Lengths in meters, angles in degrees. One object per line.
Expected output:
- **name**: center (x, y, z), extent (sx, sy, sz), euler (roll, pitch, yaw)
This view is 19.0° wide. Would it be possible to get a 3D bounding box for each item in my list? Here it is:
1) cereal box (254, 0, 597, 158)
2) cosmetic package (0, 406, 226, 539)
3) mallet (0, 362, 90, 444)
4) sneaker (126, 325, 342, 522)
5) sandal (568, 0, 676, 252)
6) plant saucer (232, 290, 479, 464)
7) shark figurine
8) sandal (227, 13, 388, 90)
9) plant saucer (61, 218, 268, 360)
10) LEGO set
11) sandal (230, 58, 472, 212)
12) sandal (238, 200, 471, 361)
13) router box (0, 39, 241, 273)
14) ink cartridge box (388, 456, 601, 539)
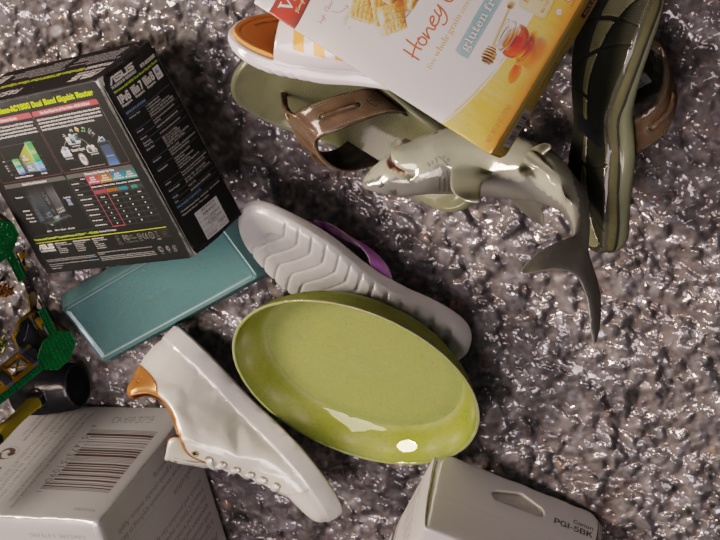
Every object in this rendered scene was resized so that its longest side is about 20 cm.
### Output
- **cereal box**: center (0.046, -0.186, 1.410), extent (0.199, 0.039, 0.145), euler (33, 99, 16)
- **cosmetic package**: center (-0.221, 0.240, 1.790), extent (0.163, 0.165, 0.202), euler (0, 119, 26)
- **mallet**: center (-0.299, 0.133, 1.739), extent (0.065, 0.200, 0.041), euler (-6, 112, 35)
- **sneaker**: center (-0.104, 0.143, 1.713), extent (0.200, 0.085, 0.073), euler (44, 169, 3)
- **sandal**: center (0.179, -0.109, 1.437), extent (0.057, 0.080, 0.203), euler (-7, 123, -15)
- **plant saucer**: center (0.000, 0.076, 1.636), extent (0.198, 0.031, 0.201), euler (15, 144, 11)
- **shark figurine**: center (0.116, -0.046, 1.466), extent (0.214, 0.128, 0.090), euler (34, 161, 42)
- **sandal**: center (0.012, -0.164, 1.483), extent (0.205, 0.079, 0.060), euler (12, 124, 8)
- **plant saucer**: center (-0.159, 0.014, 1.711), extent (0.199, 0.019, 0.070), euler (-27, 105, 37)
- **LEGO set**: center (-0.330, 0.023, 1.721), extent (0.116, 0.154, 0.200), euler (33, 163, 39)
- **sandal**: center (-0.003, -0.102, 1.535), extent (0.200, 0.057, 0.080), euler (28, 128, 7)
- **sandal**: center (-0.004, 0.003, 1.613), extent (0.202, 0.050, 0.082), euler (34, 145, -12)
- **router box**: center (-0.199, -0.082, 1.608), extent (0.199, 0.062, 0.151), euler (-5, 120, 48)
- **ink cartridge box**: center (0.084, 0.261, 1.692), extent (0.146, 0.083, 0.201), euler (21, 128, -4)
